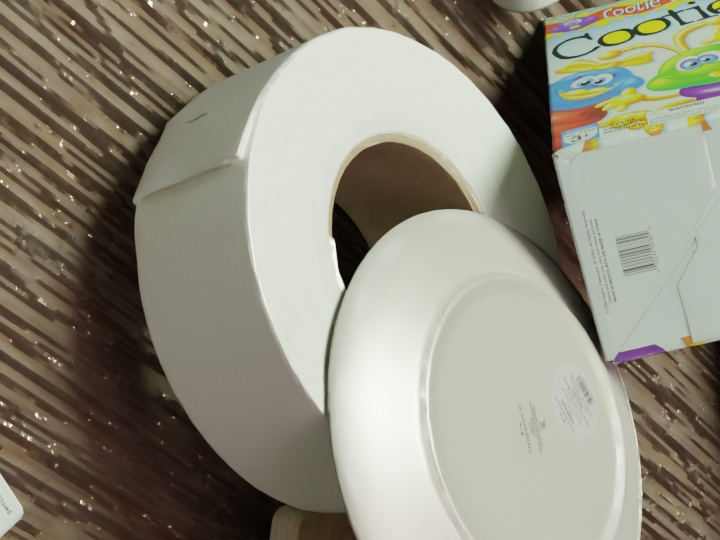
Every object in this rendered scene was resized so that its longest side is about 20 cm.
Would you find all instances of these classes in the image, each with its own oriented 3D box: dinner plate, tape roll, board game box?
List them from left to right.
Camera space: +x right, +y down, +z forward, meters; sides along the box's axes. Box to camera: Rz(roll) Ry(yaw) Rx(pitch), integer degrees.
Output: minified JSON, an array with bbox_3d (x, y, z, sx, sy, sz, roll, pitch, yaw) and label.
[{"bbox_3d":[0.000,0.000,0.800,0.202,0.071,0.203,19,64,-42],"label":"tape roll"},{"bbox_3d":[0.063,0.069,0.775,0.200,0.024,0.201,20,62,-43],"label":"dinner plate"},{"bbox_3d":[0.149,-0.056,0.877,0.200,0.103,0.105,-82,156,-65],"label":"board game box"}]

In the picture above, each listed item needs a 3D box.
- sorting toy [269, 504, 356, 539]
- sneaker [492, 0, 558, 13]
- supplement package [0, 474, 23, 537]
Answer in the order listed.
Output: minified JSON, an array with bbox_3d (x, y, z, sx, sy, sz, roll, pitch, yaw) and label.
[{"bbox_3d":[0.013,0.203,0.885,0.199,0.070,0.200,4,93,-43],"label":"sorting toy"},{"bbox_3d":[0.092,-0.243,0.872,0.146,0.077,0.203,44,67,-51],"label":"sneaker"},{"bbox_3d":[-0.250,0.068,0.540,0.200,0.191,0.147,-43,122,-29],"label":"supplement package"}]
